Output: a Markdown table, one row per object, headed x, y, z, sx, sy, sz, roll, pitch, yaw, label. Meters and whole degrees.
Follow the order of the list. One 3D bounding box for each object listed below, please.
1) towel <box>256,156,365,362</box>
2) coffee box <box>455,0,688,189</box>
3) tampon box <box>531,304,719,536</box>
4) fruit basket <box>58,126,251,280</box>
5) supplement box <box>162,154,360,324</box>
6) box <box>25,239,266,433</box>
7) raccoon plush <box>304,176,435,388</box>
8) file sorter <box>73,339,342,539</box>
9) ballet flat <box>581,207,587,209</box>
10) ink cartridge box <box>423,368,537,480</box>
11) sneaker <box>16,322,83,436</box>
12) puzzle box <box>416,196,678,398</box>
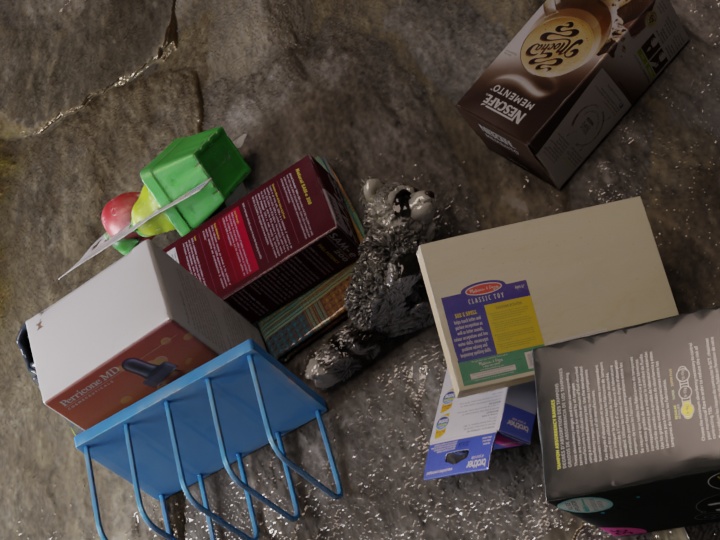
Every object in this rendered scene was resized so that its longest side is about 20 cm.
| x | y | z | sx | sy | sz | roll | pitch | yaw | label |
| --- | --- | --- | --- | --- | --- | --- | --- | --- | --- |
| -0.060 | -0.013 | 1.638 | 0.147 | 0.022 | 0.200 | -36 | 47 | 9 | towel |
| 0.205 | -0.192 | 1.541 | 0.200 | 0.080 | 0.113 | -49 | 46 | -6 | coffee box |
| 0.254 | 0.118 | 1.220 | 0.200 | 0.150 | 0.127 | -15 | 64 | 27 | tampon box |
| -0.216 | -0.065 | 1.714 | 0.200 | 0.094 | 0.185 | -37 | 10 | 22 | fruit basket |
| -0.105 | -0.016 | 1.614 | 0.200 | 0.061 | 0.109 | -32 | 49 | 13 | supplement box |
| -0.195 | 0.091 | 1.526 | 0.152 | 0.200 | 0.106 | -33 | 49 | 12 | box |
| 0.000 | 0.000 | 1.522 | 0.200 | 0.097 | 0.134 | -34 | 52 | 8 | raccoon plush |
| -0.137 | 0.184 | 1.467 | 0.200 | 0.139 | 0.123 | -29 | 50 | 14 | file sorter |
| 0.198 | 0.031 | 1.388 | 0.068 | 0.075 | 0.200 | -11 | 54 | 25 | ballet flat |
| 0.117 | 0.088 | 1.385 | 0.119 | 0.042 | 0.200 | -23 | 46 | 60 | ink cartridge box |
| -0.305 | 0.121 | 1.666 | 0.074 | 0.081 | 0.200 | -50 | 45 | -6 | sneaker |
| 0.158 | 0.021 | 1.333 | 0.200 | 0.025 | 0.133 | -12 | 73 | -7 | puzzle box |
